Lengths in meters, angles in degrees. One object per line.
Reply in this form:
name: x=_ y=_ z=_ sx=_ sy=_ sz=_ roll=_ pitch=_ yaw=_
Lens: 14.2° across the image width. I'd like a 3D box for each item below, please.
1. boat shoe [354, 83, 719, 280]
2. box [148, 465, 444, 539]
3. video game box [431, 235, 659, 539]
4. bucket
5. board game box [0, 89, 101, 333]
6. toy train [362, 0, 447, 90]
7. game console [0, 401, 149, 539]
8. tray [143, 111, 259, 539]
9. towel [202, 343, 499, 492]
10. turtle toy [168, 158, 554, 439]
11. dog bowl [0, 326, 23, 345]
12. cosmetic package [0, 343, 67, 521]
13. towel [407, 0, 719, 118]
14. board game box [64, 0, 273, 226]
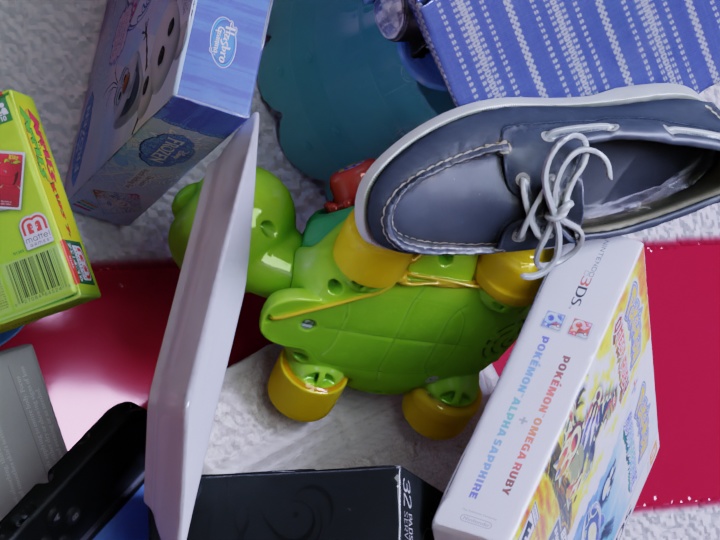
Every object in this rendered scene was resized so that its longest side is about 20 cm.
boat shoe: x=0.095 y=-0.040 z=1.377 sx=0.200 sy=0.062 sz=0.075 roll=-9 pitch=120 yaw=-26
box: x=-0.025 y=0.200 z=1.363 sx=0.124 sy=0.149 sz=0.200 roll=-4 pitch=80 yaw=10
video game box: x=0.097 y=0.106 z=1.446 sx=0.047 sy=0.200 sz=0.182 roll=14 pitch=60 yaw=17
bucket: x=0.062 y=-0.119 z=1.550 sx=0.207 sy=0.135 sz=0.207 roll=7 pitch=75 yaw=-28
board game box: x=-0.233 y=-0.001 z=1.345 sx=0.200 sy=0.048 sz=0.102 roll=-20 pitch=86 yaw=6
toy train: x=0.089 y=-0.158 z=1.449 sx=0.200 sy=0.087 sz=0.114 roll=-7 pitch=76 yaw=-29
game console: x=-0.102 y=0.195 z=1.341 sx=0.176 sy=0.116 sz=0.200 roll=-47 pitch=145 yaw=-30
tray: x=-0.073 y=0.028 z=1.309 sx=0.022 sy=0.107 sz=0.200 roll=8 pitch=43 yaw=3
towel: x=-0.004 y=0.092 z=1.513 sx=0.200 sy=0.034 sz=0.133 roll=-26 pitch=81 yaw=-31
turtle toy: x=0.000 y=0.000 z=1.464 sx=0.200 sy=0.146 sz=0.101 roll=9 pitch=46 yaw=-19
dog bowl: x=-0.228 y=-0.049 z=1.423 sx=0.111 sy=0.050 sz=0.200 roll=-15 pitch=86 yaw=-31
cosmetic package: x=-0.238 y=0.114 z=1.360 sx=0.200 sy=0.090 sz=0.107 roll=-15 pitch=87 yaw=-28
towel: x=0.126 y=-0.132 z=1.396 sx=0.200 sy=0.024 sz=0.145 roll=-33 pitch=128 yaw=-8
board game box: x=-0.085 y=-0.143 z=1.435 sx=0.043 sy=0.199 sz=0.200 roll=17 pitch=71 yaw=-17
